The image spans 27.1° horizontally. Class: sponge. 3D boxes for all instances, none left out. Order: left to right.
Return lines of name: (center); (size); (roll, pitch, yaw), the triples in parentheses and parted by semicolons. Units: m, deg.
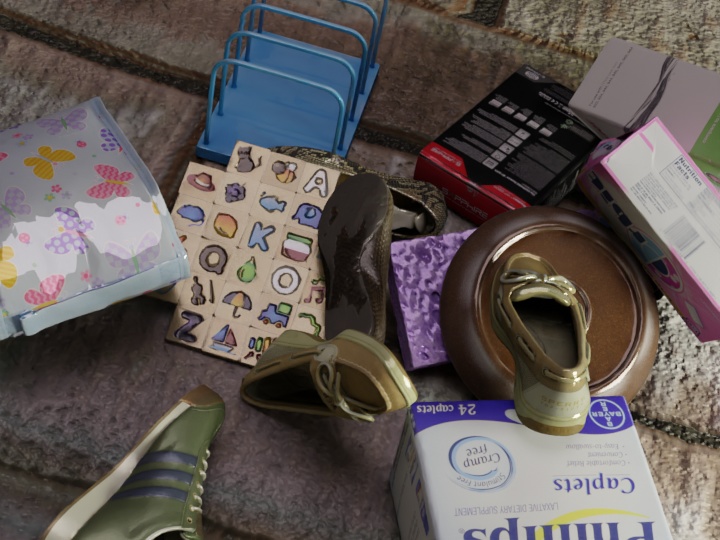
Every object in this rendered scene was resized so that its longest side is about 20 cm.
sponge: (0.125, 0.016, 1.313); (0.199, 0.030, 0.112); (-9, 77, -14)

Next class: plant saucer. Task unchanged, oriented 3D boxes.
plant saucer: (0.168, 0.037, 1.284); (0.199, 0.032, 0.202); (2, 75, -9)

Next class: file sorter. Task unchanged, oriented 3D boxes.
file sorter: (-0.061, -0.199, 1.457); (0.138, 0.123, 0.201); (16, 46, 3)

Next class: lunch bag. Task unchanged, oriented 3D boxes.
lunch bag: (-0.252, -0.028, 1.239); (0.169, 0.128, 0.200); (-22, 45, -19)

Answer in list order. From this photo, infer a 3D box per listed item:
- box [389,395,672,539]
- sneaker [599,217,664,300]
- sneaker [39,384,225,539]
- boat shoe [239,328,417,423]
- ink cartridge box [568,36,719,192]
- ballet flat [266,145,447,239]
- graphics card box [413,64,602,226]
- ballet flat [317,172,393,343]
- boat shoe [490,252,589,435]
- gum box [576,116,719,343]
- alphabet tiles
box: (0.131, 0.204, 1.128); (0.183, 0.105, 0.201); (-1, 48, -13)
sneaker: (0.279, -0.010, 1.403); (0.198, 0.071, 0.083); (-8, 68, -22)
sneaker: (-0.148, 0.177, 1.123); (0.090, 0.067, 0.200); (36, 50, 11)
boat shoe: (-0.028, 0.088, 1.167); (0.063, 0.073, 0.200); (-41, 23, -23)
ink cartridge box: (0.313, -0.125, 1.379); (0.200, 0.145, 0.084); (32, 89, 46)
ballet flat: (-0.016, -0.068, 1.375); (0.199, 0.068, 0.075); (13, 21, -3)
graphics card box: (0.157, -0.118, 1.479); (0.125, 0.051, 0.200); (32, 49, 18)
ballet flat: (0.000, 0.000, 1.268); (0.067, 0.046, 0.201); (-14, 48, 16)
boat shoe: (0.144, 0.042, 1.172); (0.073, 0.063, 0.201); (7, 35, -3)
gum box: (0.274, -0.036, 1.300); (0.066, 0.114, 0.200); (-38, 88, -6)
alphabet tiles: (-0.092, -0.015, 1.305); (0.165, 0.006, 0.201); (16, 67, 3)
